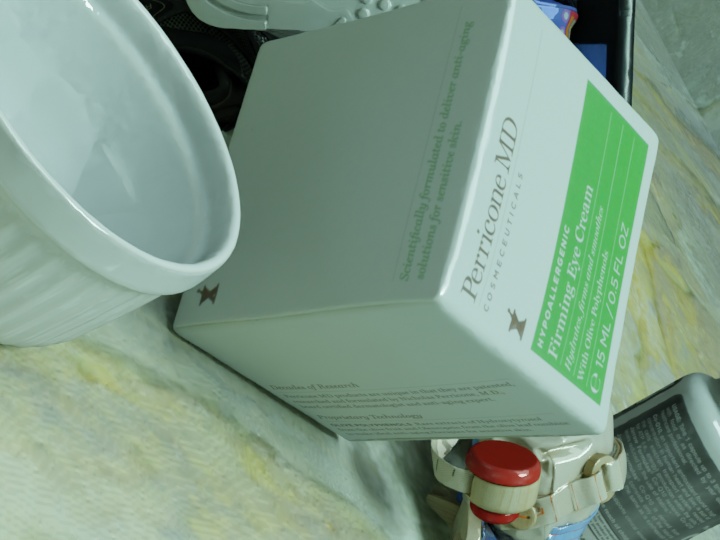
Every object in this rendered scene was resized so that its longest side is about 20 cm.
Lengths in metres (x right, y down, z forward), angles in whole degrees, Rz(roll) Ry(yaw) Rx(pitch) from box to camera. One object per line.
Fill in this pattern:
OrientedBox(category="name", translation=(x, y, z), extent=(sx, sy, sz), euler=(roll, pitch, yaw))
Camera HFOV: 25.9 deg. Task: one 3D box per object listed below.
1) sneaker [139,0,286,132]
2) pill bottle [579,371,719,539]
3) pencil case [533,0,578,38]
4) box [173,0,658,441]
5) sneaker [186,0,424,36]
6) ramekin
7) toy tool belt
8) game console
OrientedBox(category="sneaker", translation=(-0.069, -0.115, 1.038), extent=(0.199, 0.076, 0.115), euler=(31, 37, -32))
OrientedBox(category="pill bottle", translation=(0.247, 0.150, 1.223), extent=(0.114, 0.200, 0.114), euler=(47, 24, -28))
OrientedBox(category="pencil case", translation=(0.108, -0.101, 1.128), extent=(0.087, 0.078, 0.201), euler=(-31, 127, -84))
OrientedBox(category="box", translation=(0.036, -0.024, 0.899), extent=(0.171, 0.199, 0.200), euler=(37, 59, -40))
OrientedBox(category="sneaker", translation=(-0.008, -0.171, 0.975), extent=(0.199, 0.077, 0.081), euler=(15, 9, 2))
OrientedBox(category="ramekin", translation=(-0.157, -0.059, 0.731), extent=(0.200, 0.105, 0.201), euler=(46, 24, -28))
OrientedBox(category="toy tool belt", translation=(0.106, 0.147, 1.023), extent=(0.200, 0.124, 0.124), euler=(-37, 139, -65))
OrientedBox(category="game console", translation=(0.147, -0.126, 1.179), extent=(0.177, 0.031, 0.201), euler=(-161, -111, -66))
